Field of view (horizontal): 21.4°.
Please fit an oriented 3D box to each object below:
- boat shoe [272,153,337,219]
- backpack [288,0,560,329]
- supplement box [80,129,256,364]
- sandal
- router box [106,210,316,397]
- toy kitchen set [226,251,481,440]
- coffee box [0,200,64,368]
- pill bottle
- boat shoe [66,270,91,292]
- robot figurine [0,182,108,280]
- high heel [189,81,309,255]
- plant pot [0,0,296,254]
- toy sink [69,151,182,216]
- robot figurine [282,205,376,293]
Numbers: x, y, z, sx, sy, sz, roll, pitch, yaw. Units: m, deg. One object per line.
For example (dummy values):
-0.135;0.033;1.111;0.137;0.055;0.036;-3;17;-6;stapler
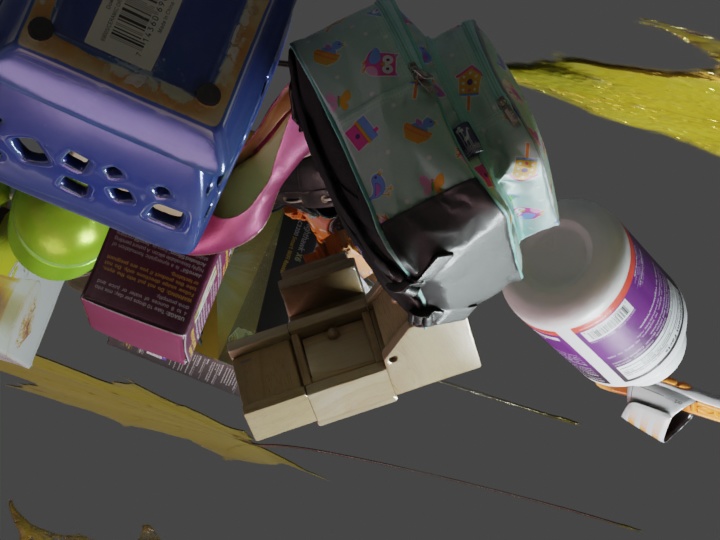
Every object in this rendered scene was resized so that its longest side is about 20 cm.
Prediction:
-0.047;-0.070;1.649;0.068;0.072;0.200;59;160;-3;boat shoe
0.040;-0.086;1.288;0.200;0.153;0.176;56;-179;21;backpack
-0.168;-0.034;1.733;0.103;0.201;0.131;20;166;0;supplement box
0.334;0.152;1.994;0.206;0.060;0.079;16;165;21;sandal
-0.139;0.011;1.857;0.156;0.201;0.052;22;145;-5;router box
-0.029;0.001;1.577;0.199;0.164;0.181;-19;137;1;toy kitchen set
-0.470;-0.027;2.209;0.199;0.201;0.198;13;165;27;coffee box
0.203;0.027;1.597;0.112;0.113;0.200;12;164;34;pill bottle
-0.239;-0.022;2.174;0.199;0.068;0.072;-3;152;10;boat shoe
-0.321;-0.054;2.063;0.175;0.116;0.200;28;165;-7;robot figurine
-0.090;-0.083;1.517;0.199;0.068;0.096;-31;150;20;high heel
-0.152;-0.151;1.279;0.199;0.201;0.180;24;161;-9;plant pot
-0.146;-0.129;1.484;0.111;0.131;0.200;23;165;-11;toy sink
0.000;0.000;1.797;0.200;0.058;0.145;51;-168;-50;robot figurine
